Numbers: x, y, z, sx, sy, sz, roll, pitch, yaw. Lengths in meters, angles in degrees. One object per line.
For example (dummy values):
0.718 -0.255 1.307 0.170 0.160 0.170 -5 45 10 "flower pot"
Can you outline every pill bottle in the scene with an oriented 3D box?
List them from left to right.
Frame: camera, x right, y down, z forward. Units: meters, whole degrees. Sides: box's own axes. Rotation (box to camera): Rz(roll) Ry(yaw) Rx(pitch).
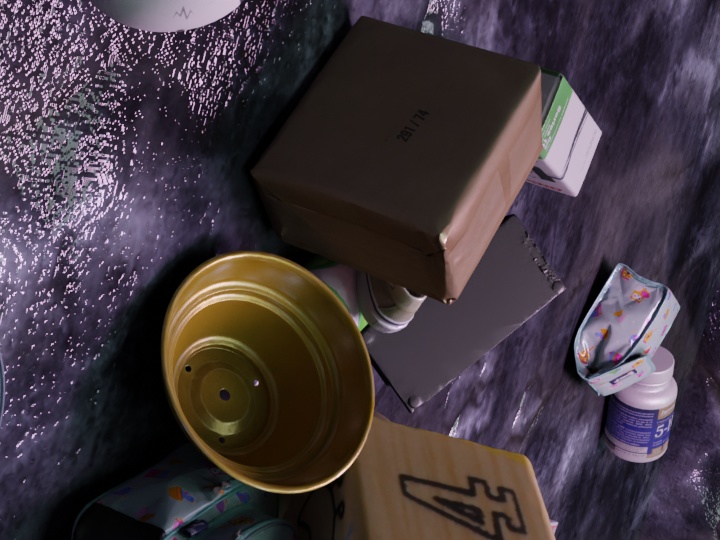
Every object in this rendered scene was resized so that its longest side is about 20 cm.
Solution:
0.512 0.238 2.570 0.120 0.120 0.200 -44 144 -46 "pill bottle"

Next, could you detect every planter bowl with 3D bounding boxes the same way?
-0.093 0.091 1.144 0.200 0.083 0.201 18 59 -32 "planter bowl"

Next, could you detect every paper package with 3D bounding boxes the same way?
0.037 -0.098 1.204 0.200 0.190 0.104 -58 155 -27 "paper package"

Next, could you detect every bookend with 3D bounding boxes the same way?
0.071 0.044 1.421 0.200 0.092 0.199 -37 -173 -15 "bookend"

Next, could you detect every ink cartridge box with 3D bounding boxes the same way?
0.156 -0.157 1.476 0.200 0.146 0.083 29 82 -65 "ink cartridge box"

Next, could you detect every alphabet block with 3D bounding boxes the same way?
0.043 0.267 1.181 0.200 0.196 0.196 -103 -145 -57 "alphabet block"

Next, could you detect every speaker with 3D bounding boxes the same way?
0.000 0.000 1.328 0.200 0.088 0.089 -44 144 -47 "speaker"

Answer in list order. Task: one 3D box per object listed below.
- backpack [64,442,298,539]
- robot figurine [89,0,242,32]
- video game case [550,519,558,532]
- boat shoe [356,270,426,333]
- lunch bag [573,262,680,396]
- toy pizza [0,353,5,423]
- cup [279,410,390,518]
-0.135 0.240 1.134 0.200 0.153 0.176 -42 141 -63 "backpack"
-0.118 -0.242 0.844 0.150 0.125 0.200 -46 145 -45 "robot figurine"
0.281 0.521 2.397 0.143 0.017 0.200 20 89 -67 "video game case"
0.027 -0.042 1.269 0.072 0.062 0.200 10 57 -36 "boat shoe"
0.425 0.108 2.288 0.200 0.122 0.170 -62 158 -2 "lunch bag"
-0.289 0.103 0.841 0.200 0.032 0.200 -47 147 -43 "toy pizza"
-0.013 0.214 1.361 0.143 0.200 0.201 -85 176 -53 "cup"
